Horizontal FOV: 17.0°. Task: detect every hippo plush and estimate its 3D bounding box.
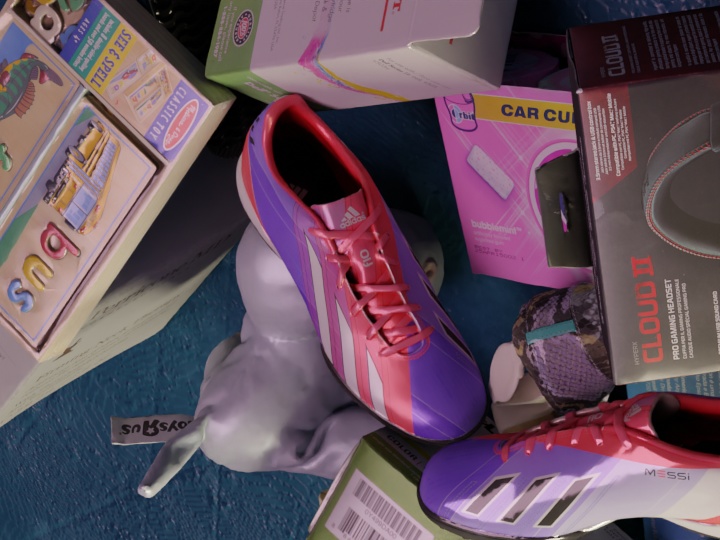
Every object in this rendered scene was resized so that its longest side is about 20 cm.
[{"bbox_3d":[-0.037,0.026,1.372,0.159,0.199,0.162,-131,47,-62],"label":"hippo plush"}]

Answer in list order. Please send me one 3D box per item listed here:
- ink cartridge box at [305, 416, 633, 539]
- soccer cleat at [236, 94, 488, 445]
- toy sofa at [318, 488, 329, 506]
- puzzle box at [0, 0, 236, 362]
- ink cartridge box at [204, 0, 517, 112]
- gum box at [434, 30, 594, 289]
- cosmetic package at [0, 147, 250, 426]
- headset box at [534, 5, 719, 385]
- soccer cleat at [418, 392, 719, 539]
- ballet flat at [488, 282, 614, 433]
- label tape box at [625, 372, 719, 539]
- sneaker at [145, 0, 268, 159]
[{"bbox_3d":[0.089,0.136,1.288,0.148,0.200,0.076,39,120,20],"label":"ink cartridge box"},{"bbox_3d":[0.000,0.000,1.233,0.200,0.068,0.073,57,161,17],"label":"soccer cleat"},{"bbox_3d":[0.059,0.193,1.419,0.199,0.097,0.083,23,131,36],"label":"toy sofa"},{"bbox_3d":[-0.167,-0.063,1.305,0.133,0.025,0.200,43,120,11],"label":"puzzle box"},{"bbox_3d":[0.018,-0.148,1.204,0.199,0.067,0.118,-2,72,48],"label":"ink cartridge box"},{"bbox_3d":[0.129,-0.050,1.198,0.199,0.066,0.114,10,124,43],"label":"gum box"},{"bbox_3d":[-0.191,-0.033,1.471,0.167,0.167,0.200,53,142,6],"label":"cosmetic package"},{"bbox_3d":[0.178,-0.038,1.062,0.199,0.075,0.149,-7,117,5],"label":"headset box"},{"bbox_3d":[0.119,0.088,1.143,0.199,0.068,0.073,-2,133,21],"label":"soccer cleat"},{"bbox_3d":[0.100,0.060,1.247,0.072,0.072,0.200,41,167,18],"label":"ballet flat"},{"bbox_3d":[0.231,0.094,1.193,0.199,0.063,0.145,16,127,40],"label":"label tape box"},{"bbox_3d":[-0.095,-0.158,1.341,0.090,0.070,0.201,52,161,43],"label":"sneaker"}]
